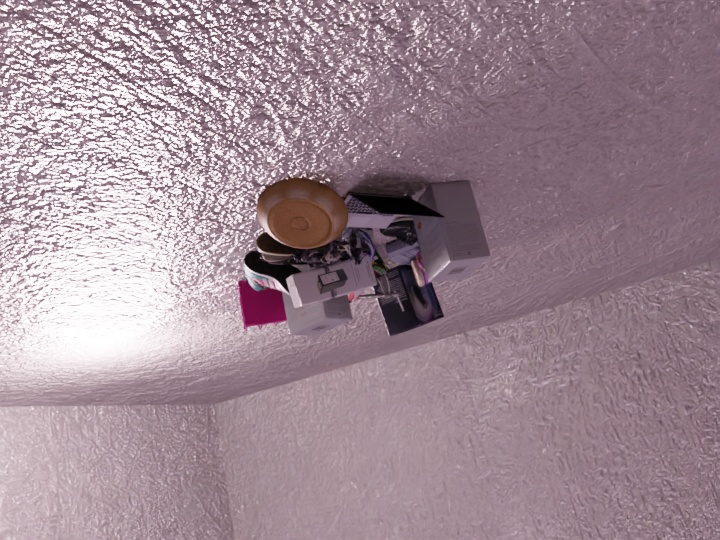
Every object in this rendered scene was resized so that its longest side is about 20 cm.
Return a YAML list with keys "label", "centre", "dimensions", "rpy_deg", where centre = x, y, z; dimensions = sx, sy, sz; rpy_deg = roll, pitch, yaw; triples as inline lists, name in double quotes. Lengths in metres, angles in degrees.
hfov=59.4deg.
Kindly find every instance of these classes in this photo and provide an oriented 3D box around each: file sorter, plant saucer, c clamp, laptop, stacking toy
- label: "file sorter"
  centre: [-0.266, 0.102, 1.927]
  dimensions: [0.200, 0.139, 0.125]
  rpy_deg: [-8, 164, -16]
- label: "plant saucer"
  centre: [-0.126, -0.110, 1.354]
  dimensions: [0.200, 0.035, 0.200]
  rpy_deg: [2, 137, 2]
- label: "c clamp"
  centre: [0.021, 0.060, 1.896]
  dimensions: [0.200, 0.027, 0.171]
  rpy_deg: [-1, 126, 21]
- label: "laptop"
  centre: [0.052, -0.117, 1.474]
  dimensions: [0.187, 0.116, 0.200]
  rpy_deg: [0, 148, -35]
- label: "stacking toy"
  centre: [0.259, -0.019, 1.915]
  dimensions: [0.200, 0.085, 0.085]
  rpy_deg: [-18, 163, -2]

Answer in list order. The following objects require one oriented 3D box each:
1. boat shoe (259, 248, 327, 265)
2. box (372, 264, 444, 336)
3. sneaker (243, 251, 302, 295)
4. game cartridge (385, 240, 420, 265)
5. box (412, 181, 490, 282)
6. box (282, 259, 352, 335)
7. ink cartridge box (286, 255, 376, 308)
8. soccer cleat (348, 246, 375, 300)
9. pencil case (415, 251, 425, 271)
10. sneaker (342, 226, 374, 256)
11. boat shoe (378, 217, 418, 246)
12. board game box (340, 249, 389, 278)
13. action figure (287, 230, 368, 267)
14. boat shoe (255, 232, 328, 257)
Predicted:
- label: "boat shoe"
  centre: [-0.167, -0.047, 1.655]
  dimensions: [0.200, 0.067, 0.057]
  rpy_deg: [-1, 176, -21]
- label: "box"
  centre: [0.152, 0.087, 2.020]
  dimensions: [0.123, 0.199, 0.200]
  rpy_deg: [-22, 173, 30]
- label: "sneaker"
  centre: [-0.230, 0.026, 1.710]
  dimensions: [0.200, 0.084, 0.121]
  rpy_deg: [30, 159, -7]
- label: "game cartridge"
  centre: [0.159, -0.061, 1.887]
  dimensions: [0.133, 0.041, 0.200]
  rpy_deg: [-23, 160, 22]
- label: "box"
  centre: [0.215, -0.093, 1.533]
  dimensions: [0.106, 0.200, 0.152]
  rpy_deg: [-6, 162, -17]
- label: "box"
  centre: [-0.128, 0.065, 1.771]
  dimensions: [0.152, 0.200, 0.106]
  rpy_deg: [-25, 158, 37]
- label: "ink cartridge box"
  centre: [-0.077, 0.030, 1.605]
  dimensions: [0.200, 0.084, 0.145]
  rpy_deg: [-15, 178, -14]
- label: "soccer cleat"
  centre: [0.000, 0.000, 1.795]
  dimensions: [0.073, 0.068, 0.200]
  rpy_deg: [9, 119, -37]
- label: "pencil case"
  centre: [0.252, -0.068, 1.776]
  dimensions: [0.200, 0.087, 0.087]
  rpy_deg: [-37, 154, 26]
- label: "sneaker"
  centre: [-0.035, -0.081, 1.587]
  dimensions: [0.200, 0.088, 0.075]
  rpy_deg: [6, 157, -43]
- label: "boat shoe"
  centre: [0.141, -0.098, 1.695]
  dimensions: [0.199, 0.066, 0.074]
  rpy_deg: [-1, 160, -35]
- label: "board game box"
  centre: [-0.025, -0.003, 1.846]
  dimensions: [0.200, 0.105, 0.023]
  rpy_deg: [-23, -160, 30]
- label: "action figure"
  centre: [-0.081, -0.058, 1.492]
  dimensions: [0.200, 0.102, 0.119]
  rpy_deg: [-2, 168, 33]
- label: "boat shoe"
  centre: [-0.169, -0.061, 1.579]
  dimensions: [0.200, 0.073, 0.065]
  rpy_deg: [-4, 156, -28]
